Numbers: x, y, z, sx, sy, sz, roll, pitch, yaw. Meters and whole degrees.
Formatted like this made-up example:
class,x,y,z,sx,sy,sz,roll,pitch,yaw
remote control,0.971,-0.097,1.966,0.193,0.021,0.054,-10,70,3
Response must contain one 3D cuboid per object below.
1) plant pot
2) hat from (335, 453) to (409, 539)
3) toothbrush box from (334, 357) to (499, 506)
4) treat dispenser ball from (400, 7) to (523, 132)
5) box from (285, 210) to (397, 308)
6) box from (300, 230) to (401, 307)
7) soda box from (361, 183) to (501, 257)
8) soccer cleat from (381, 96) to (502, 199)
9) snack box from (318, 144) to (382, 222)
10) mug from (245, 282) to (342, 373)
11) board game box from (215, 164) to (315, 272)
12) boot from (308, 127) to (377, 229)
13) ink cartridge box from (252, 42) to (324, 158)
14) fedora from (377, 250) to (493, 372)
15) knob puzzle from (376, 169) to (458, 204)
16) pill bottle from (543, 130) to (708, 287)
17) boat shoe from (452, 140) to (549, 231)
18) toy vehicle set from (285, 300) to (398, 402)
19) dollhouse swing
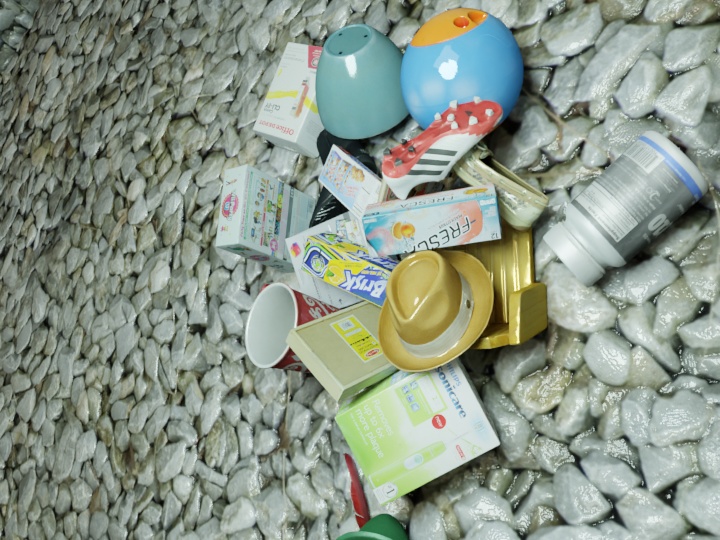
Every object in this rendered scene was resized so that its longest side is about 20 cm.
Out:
class,x,y,z,sx,sy,sz,roll,pitch,yaw
plant pot,-0.003,-0.362,1.124,0.195,0.136,0.204,-11,52,13
hat,0.049,0.417,0.984,0.163,0.176,0.203,-19,104,27
toothbrush box,0.083,0.224,0.909,0.197,0.086,0.148,-29,89,7
treat dispenser ball,0.162,-0.313,0.995,0.197,0.199,0.206,-11,71,32
box,-0.031,-0.017,1.118,0.197,0.041,0.159,-21,87,29
box,0.000,0.000,1.040,0.197,0.070,0.066,23,112,24
soda box,0.104,-0.072,0.897,0.195,0.069,0.065,-9,112,13
soccer cleat,0.120,-0.177,0.896,0.198,0.086,0.069,-32,50,-4
snack box,-0.010,-0.144,1.048,0.200,0.024,0.073,47,118,47
mug,-0.080,0.093,1.048,0.132,0.198,0.181,-33,53,33
board game box,-0.175,-0.093,1.175,0.063,0.199,0.151,-5,73,34
boot,-0.050,-0.185,1.193,0.201,0.075,0.170,-54,39,30
ink cartridge box,-0.120,-0.355,1.283,0.143,0.083,0.204,23,91,37
fedora,0.090,0.039,0.866,0.197,0.082,0.204,-22,44,23
knob puzzle,0.093,-0.121,0.992,0.030,0.218,0.222,35,98,30
pill bottle,0.355,-0.079,0.844,0.200,0.113,0.115,-45,56,17
boat shoe,0.199,-0.151,0.933,0.200,0.073,0.063,46,125,10
toy vehicle set,-0.003,0.114,0.946,0.124,0.198,0.027,45,127,25
dollhouse swing,0.162,0.014,0.932,0.196,0.180,0.181,-6,92,34
